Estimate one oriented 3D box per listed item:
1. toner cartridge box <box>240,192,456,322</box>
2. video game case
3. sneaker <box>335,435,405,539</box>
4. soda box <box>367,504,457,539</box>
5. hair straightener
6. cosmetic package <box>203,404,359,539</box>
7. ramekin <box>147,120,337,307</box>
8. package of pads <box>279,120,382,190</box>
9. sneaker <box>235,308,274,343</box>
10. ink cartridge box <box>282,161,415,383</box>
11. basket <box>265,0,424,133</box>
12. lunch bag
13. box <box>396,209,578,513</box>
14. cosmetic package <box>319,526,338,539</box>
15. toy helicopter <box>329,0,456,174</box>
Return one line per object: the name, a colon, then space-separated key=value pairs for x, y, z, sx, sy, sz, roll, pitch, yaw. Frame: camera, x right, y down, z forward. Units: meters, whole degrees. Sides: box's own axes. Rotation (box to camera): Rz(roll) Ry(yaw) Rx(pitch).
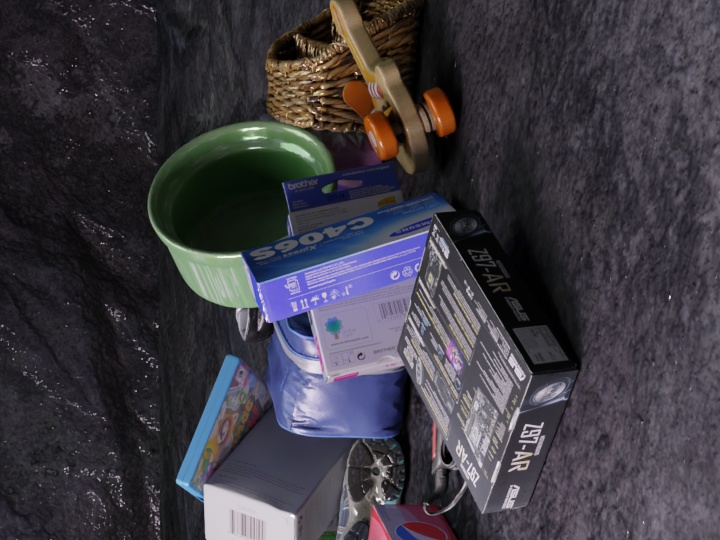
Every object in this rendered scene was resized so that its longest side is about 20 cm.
toner cartridge box: x=-0.005 y=-0.014 z=1.451 sx=0.095 sy=0.200 sz=0.043 roll=-127 pitch=21 yaw=-66
video game case: x=-0.132 y=0.187 z=1.672 sx=0.200 sy=0.018 sz=0.143 roll=58 pitch=-130 yaw=-64
sneaker: x=0.011 y=0.267 z=1.643 sx=0.086 sy=0.078 sz=0.200 roll=-125 pitch=45 yaw=-85
soda box: x=0.060 y=0.283 z=1.420 sx=0.200 sy=0.070 sz=0.064 roll=-128 pitch=43 yaw=-68
hair straightener: x=0.079 y=0.124 z=1.417 sx=0.077 sy=0.041 sz=0.200 roll=-177 pitch=95 yaw=-75
cosmetic package: x=-0.072 y=0.217 z=1.667 sx=0.200 sy=0.113 sz=0.081 roll=-44 pitch=-36 yaw=-51
ramekin: x=-0.115 y=-0.055 z=1.640 sx=0.098 sy=0.200 sz=0.200 roll=76 pitch=-179 yaw=-47
package of pads: x=-0.049 y=-0.078 z=1.786 sx=0.076 sy=0.120 sz=0.200 roll=-104 pitch=22 yaw=-53
sneaker: x=-0.077 y=0.066 z=1.778 sx=0.075 sy=0.114 sz=0.200 roll=-126 pitch=12 yaw=-63
ink cartridge box: x=0.000 y=0.000 z=1.519 sx=0.042 sy=0.119 sz=0.200 roll=110 pitch=147 yaw=-74
basket: x=-0.029 y=-0.234 z=1.687 sx=0.200 sy=0.143 sz=0.149 roll=-135 pitch=48 yaw=-70
lunch bag: x=-0.025 y=0.077 z=1.646 sx=0.200 sy=0.136 sz=0.133 roll=-120 pitch=35 yaw=-66
box: x=0.098 y=0.073 z=1.288 sx=0.200 sy=0.043 sz=0.160 roll=-118 pitch=32 yaw=-44
cosmetic package: x=-0.035 y=0.378 z=1.707 sx=0.200 sy=0.107 sz=0.085 roll=-113 pitch=29 yaw=-55
toy helicopter: x=0.020 y=-0.184 z=1.547 sx=0.132 sy=0.079 sz=0.200 roll=90 pitch=155 yaw=-72
